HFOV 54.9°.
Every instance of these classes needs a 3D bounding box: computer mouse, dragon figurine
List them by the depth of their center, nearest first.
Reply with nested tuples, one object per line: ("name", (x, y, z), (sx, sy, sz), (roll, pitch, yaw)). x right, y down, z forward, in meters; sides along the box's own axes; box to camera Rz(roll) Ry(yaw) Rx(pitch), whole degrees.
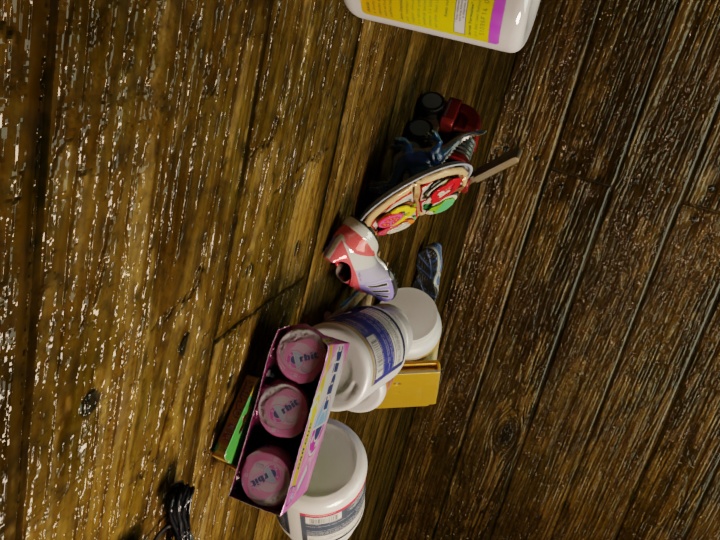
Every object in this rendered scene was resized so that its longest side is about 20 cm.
("computer mouse", (-0.197, 0.280, 0.605), (0.200, 0.044, 0.110), (-51, 157, -59))
("dragon figurine", (0.103, -0.160, 1.082), (0.059, 0.199, 0.100), (126, -48, -80))

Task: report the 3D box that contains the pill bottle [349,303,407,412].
("pill bottle", (0.018, 0.141, 1.191), (0.200, 0.112, 0.113), (-54, 159, -56))

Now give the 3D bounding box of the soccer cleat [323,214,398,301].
("soccer cleat", (0.000, 0.000, 1.003), (0.073, 0.068, 0.200), (-47, 149, -12))

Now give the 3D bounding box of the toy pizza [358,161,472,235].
("toy pizza", (0.087, -0.100, 1.058), (0.199, 0.032, 0.200), (-27, 168, -6))

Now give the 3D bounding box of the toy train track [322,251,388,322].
("toy train track", (-0.014, 0.035, 1.101), (0.200, 0.032, 0.115), (-45, 151, -50))

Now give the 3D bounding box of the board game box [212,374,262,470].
("board game box", (-0.127, 0.194, 0.830), (0.200, 0.030, 0.096), (85, 24, -66))

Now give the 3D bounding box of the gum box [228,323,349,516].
("gum box", (-0.076, 0.160, 0.794), (0.113, 0.066, 0.201), (28, 78, -80))

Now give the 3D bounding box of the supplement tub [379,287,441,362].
("supplement tub", (0.095, 0.136, 1.450), (0.200, 0.144, 0.145), (87, 24, -58))

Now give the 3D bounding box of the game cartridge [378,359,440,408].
("game cartridge", (0.076, 0.243, 1.460), (0.200, 0.175, 0.033), (86, 2, -61))

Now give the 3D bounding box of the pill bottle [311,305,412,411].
("pill bottle", (-0.001, 0.115, 0.993), (0.200, 0.119, 0.120), (-18, 125, -64))

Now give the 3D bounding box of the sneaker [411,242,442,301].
("sneaker", (0.182, 0.017, 1.819), (0.077, 0.075, 0.201), (-49, 156, -51))

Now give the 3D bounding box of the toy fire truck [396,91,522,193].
("toy fire truck", (0.175, -0.209, 1.186), (0.129, 0.199, 0.177), (86, 25, -60))

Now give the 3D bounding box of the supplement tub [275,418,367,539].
("supplement tub", (-0.062, 0.322, 1.029), (0.200, 0.140, 0.141), (93, 19, -50))

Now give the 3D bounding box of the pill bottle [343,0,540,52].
("pill bottle", (0.052, -0.256, 0.581), (0.104, 0.199, 0.105), (17, 90, -78))
